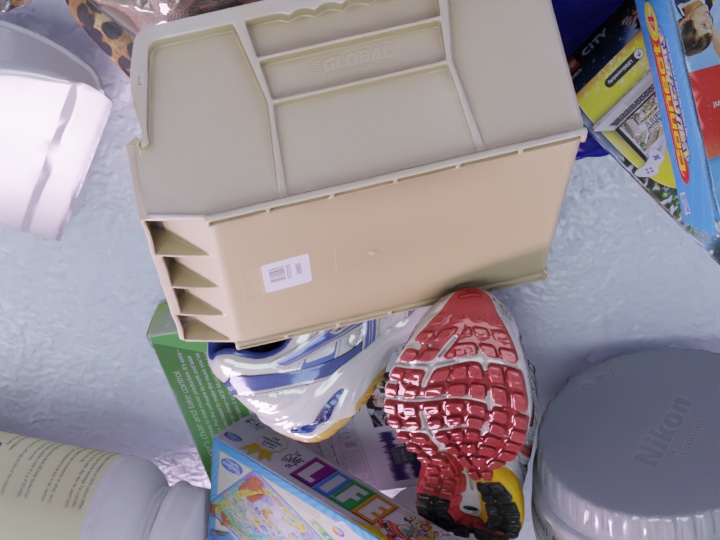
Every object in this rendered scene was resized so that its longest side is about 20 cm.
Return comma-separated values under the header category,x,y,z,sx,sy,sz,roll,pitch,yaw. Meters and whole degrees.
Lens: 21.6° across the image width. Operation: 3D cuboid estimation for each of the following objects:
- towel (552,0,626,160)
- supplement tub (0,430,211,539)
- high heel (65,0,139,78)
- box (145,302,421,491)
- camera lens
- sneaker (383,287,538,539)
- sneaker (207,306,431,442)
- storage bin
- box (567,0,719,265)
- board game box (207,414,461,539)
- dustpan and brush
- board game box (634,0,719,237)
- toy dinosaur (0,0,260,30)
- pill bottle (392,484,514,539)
category,x,y,z,sx,sy,sz,roll,pitch,yaw
towel,0.108,-0.152,0.939,0.147,0.050,0.200,-28,117,24
supplement tub,-0.197,0.175,1.148,0.198,0.145,0.146,9,127,9
high heel,-0.103,-0.061,1.020,0.199,0.072,0.143,33,122,-22
box,-0.011,0.069,1.125,0.198,0.036,0.145,-10,124,13
camera lens,0.182,0.167,1.089,0.158,0.161,0.202,-3,125,10
sneaker,0.058,0.068,1.021,0.077,0.083,0.201,9,147,9
sneaker,0.000,0.000,1.011,0.088,0.075,0.200,36,97,-29
storage bin,-0.004,-0.048,0.887,0.196,0.095,0.200,-13,163,-4
box,0.207,-0.112,0.914,0.200,0.038,0.136,-44,116,9
board game box,-0.007,0.187,1.092,0.199,0.034,0.136,28,126,32
dustpan and brush,-0.239,-0.103,1.028,0.198,0.058,0.140,18,139,-12
board game box,0.219,-0.137,0.824,0.198,0.056,0.198,-15,100,-6
toy dinosaur,-0.079,-0.157,0.936,0.198,0.136,0.086,-5,128,-31
pill bottle,0.027,0.234,1.189,0.111,0.113,0.201,17,126,-4
